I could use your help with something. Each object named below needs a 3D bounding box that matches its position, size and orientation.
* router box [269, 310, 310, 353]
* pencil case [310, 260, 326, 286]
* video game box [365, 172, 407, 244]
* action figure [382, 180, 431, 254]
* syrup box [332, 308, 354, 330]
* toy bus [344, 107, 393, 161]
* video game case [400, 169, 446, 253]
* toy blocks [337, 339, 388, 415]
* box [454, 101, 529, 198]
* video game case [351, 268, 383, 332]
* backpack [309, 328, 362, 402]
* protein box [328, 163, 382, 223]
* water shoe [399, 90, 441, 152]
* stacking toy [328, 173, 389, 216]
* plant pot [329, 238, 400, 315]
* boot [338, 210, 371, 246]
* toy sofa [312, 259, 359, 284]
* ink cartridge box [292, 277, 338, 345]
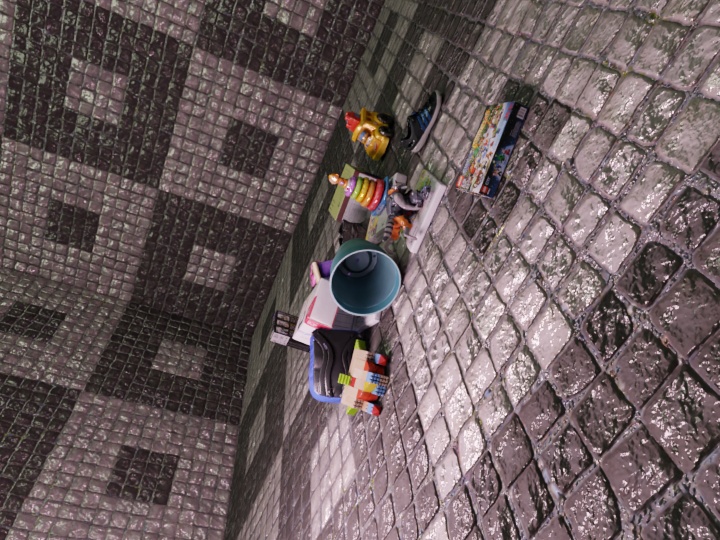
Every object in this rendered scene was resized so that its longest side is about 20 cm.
[{"bbox_3d":[-0.267,0.255,2.164,0.051,0.199,0.149,-60,18,28],"label":"router box"},{"bbox_3d":[-0.072,0.002,1.776,0.091,0.199,0.094,151,114,-74],"label":"pencil case"},{"bbox_3d":[0.084,-0.201,1.754,0.182,0.047,0.201,-28,45,64],"label":"video game box"},{"bbox_3d":[0.113,-0.166,1.438,0.200,0.104,0.194,131,143,-60],"label":"action figure"},{"bbox_3d":[-0.063,0.153,1.739,0.079,0.081,0.201,-162,83,-86],"label":"syrup box"},{"bbox_3d":[0.023,-0.558,2.091,0.201,0.191,0.136,-89,25,-43],"label":"toy bus"},{"bbox_3d":[0.168,-0.170,1.475,0.182,0.023,0.201,-110,40,-65],"label":"video game case"},{"bbox_3d":[0.019,0.291,1.381,0.137,0.100,0.201,-3,70,61],"label":"toy blocks"},{"bbox_3d":[0.284,-0.264,1.152,0.137,0.038,0.201,-133,62,-72],"label":"box"},{"bbox_3d":[0.028,0.096,1.656,0.200,0.024,0.183,139,145,-61],"label":"video game case"},{"bbox_3d":[-0.072,0.291,1.550,0.168,0.162,0.201,107,162,-63],"label":"backpack"},{"bbox_3d":[-0.015,-0.283,2.015,0.199,0.134,0.201,-122,52,-69],"label":"protein box"},{"bbox_3d":[0.187,-0.472,1.636,0.072,0.079,0.201,-120,50,-69],"label":"water shoe"},{"bbox_3d":[-0.011,-0.269,1.699,0.116,0.199,0.110,130,154,-49],"label":"stacking toy"},{"bbox_3d":[0.000,0.000,1.525,0.188,0.199,0.201,-111,42,-65],"label":"plant pot"},{"bbox_3d":[-0.006,-0.160,1.854,0.070,0.131,0.201,126,156,-50],"label":"boot"},{"bbox_3d":[-0.050,-0.008,1.687,0.098,0.199,0.083,125,129,-71],"label":"toy sofa"},{"bbox_3d":[-0.133,0.134,1.634,0.200,0.085,0.148,132,158,-56],"label":"ink cartridge box"}]
